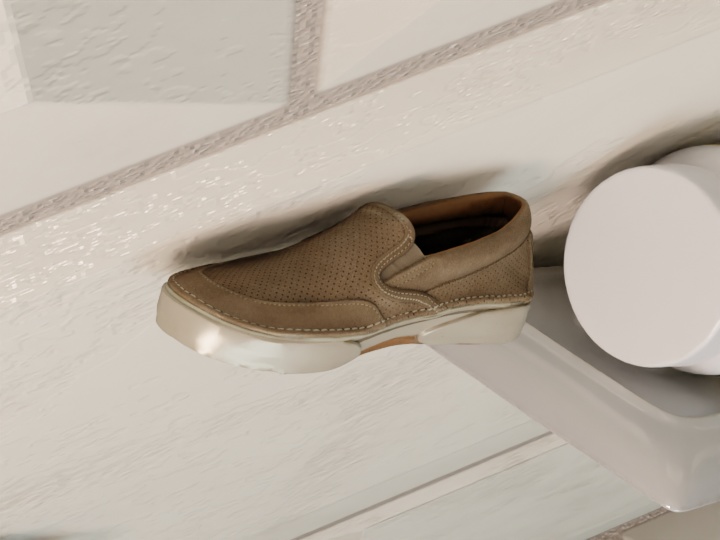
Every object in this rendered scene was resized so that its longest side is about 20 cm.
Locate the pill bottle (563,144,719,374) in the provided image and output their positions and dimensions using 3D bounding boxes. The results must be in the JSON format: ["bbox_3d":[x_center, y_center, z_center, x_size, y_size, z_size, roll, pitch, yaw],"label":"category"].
[{"bbox_3d":[0.194,-0.007,1.105,0.114,0.115,0.199,-34,163,35],"label":"pill bottle"}]

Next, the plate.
[{"bbox_3d":[0.137,0.047,1.124,0.199,0.199,0.032,-5,122,-52],"label":"plate"}]

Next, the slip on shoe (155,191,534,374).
[{"bbox_3d":[0.000,0.000,0.934,0.199,0.076,0.061,-2,115,-39],"label":"slip on shoe"}]
